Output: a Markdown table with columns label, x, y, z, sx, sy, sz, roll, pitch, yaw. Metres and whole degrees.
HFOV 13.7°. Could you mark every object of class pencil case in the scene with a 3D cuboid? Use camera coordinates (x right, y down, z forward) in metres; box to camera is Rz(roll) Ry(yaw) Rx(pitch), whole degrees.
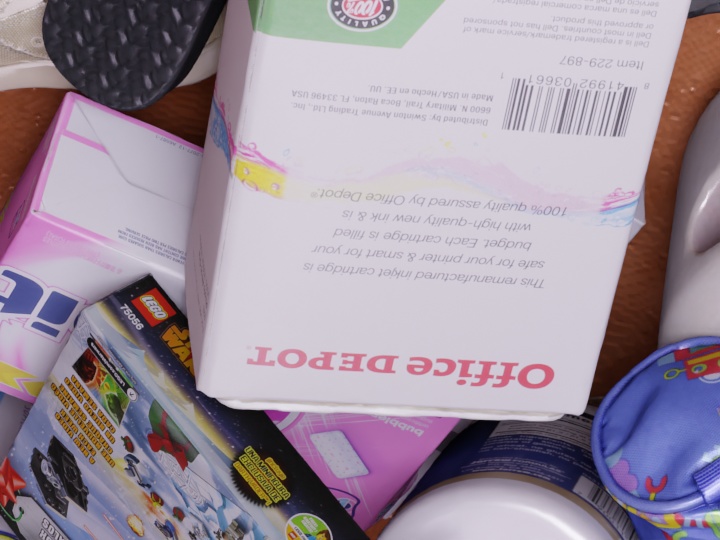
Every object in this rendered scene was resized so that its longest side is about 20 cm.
| label | x | y | z | sx | sy | sz | roll | pitch | yaw |
| --- | --- | --- | --- | --- | --- | --- | --- | --- | --- |
| pencil case | 0.154 | 0.117 | 1.133 | 0.078 | 0.087 | 0.200 | -33 | 129 | -3 |

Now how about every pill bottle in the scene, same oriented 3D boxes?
| label | x | y | z | sx | sy | sz | roll | pitch | yaw |
| --- | --- | --- | --- | --- | --- | --- | --- | --- | --- |
| pill bottle | 0.069 | 0.115 | 1.201 | 0.111 | 0.200 | 0.112 | 2 | 101 | 12 |

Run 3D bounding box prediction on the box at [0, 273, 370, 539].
| label | x | y | z | sx | sy | sz | roll | pitch | yaw |
| --- | --- | --- | --- | --- | --- | --- | --- | --- | --- |
| box | -0.052 | 0.118 | 1.128 | 0.200 | 0.040 | 0.137 | 50 | 140 | 14 |

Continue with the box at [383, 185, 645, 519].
| label | x | y | z | sx | sy | sz | roll | pitch | yaw |
| --- | --- | --- | --- | --- | --- | --- | --- | --- | --- |
| box | 0.000 | 0.000 | 1.245 | 0.155 | 0.041 | 0.200 | 28 | 124 | -17 |

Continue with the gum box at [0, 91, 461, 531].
| label | x | y | z | sx | sy | sz | roll | pitch | yaw |
| --- | --- | --- | --- | --- | --- | --- | --- | --- | --- |
| gum box | -0.051 | 0.022 | 1.185 | 0.199 | 0.066 | 0.114 | 23 | 139 | -12 |

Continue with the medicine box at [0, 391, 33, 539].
| label | x | y | z | sx | sy | sz | roll | pitch | yaw |
| --- | --- | --- | --- | --- | --- | --- | --- | --- | --- |
| medicine box | -0.134 | 0.143 | 1.278 | 0.199 | 0.183 | 0.103 | 28 | 126 | -17 |

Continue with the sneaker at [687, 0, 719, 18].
| label | x | y | z | sx | sy | sz | roll | pitch | yaw |
| --- | --- | --- | --- | --- | --- | --- | --- | --- | --- |
| sneaker | 0.151 | -0.134 | 1.103 | 0.199 | 0.075 | 0.080 | -6 | 98 | -9 |

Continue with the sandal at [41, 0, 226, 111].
| label | x | y | z | sx | sy | sz | roll | pitch | yaw |
| --- | --- | --- | --- | --- | --- | --- | --- | --- | --- |
| sandal | -0.051 | -0.143 | 1.073 | 0.075 | 0.048 | 0.201 | 41 | 126 | 0 |

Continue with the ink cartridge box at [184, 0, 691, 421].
| label | x | y | z | sx | sy | sz | roll | pitch | yaw |
| --- | --- | --- | --- | --- | --- | --- | --- | --- | --- |
| ink cartridge box | 0.023 | -0.051 | 1.045 | 0.145 | 0.088 | 0.201 | 3 | 124 | -10 |

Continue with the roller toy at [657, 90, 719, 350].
| label | x | y | z | sx | sy | sz | roll | pitch | yaw |
| --- | --- | --- | --- | --- | --- | --- | --- | --- | --- |
| roller toy | 0.211 | -0.002 | 1.160 | 0.182 | 0.140 | 0.200 | 11 | 139 | 2 |

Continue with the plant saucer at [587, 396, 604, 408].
| label | x | y | z | sx | sy | sz | roll | pitch | yaw |
| --- | --- | --- | --- | --- | --- | --- | --- | --- | --- |
| plant saucer | 0.114 | 0.143 | 1.352 | 0.199 | 0.037 | 0.201 | 2 | 129 | 2 |

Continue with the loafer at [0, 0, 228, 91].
| label | x | y | z | sx | sy | sz | roll | pitch | yaw |
| --- | --- | --- | --- | --- | --- | --- | --- | --- | --- |
| loafer | -0.147 | -0.108 | 1.154 | 0.199 | 0.076 | 0.069 | -5 | 127 | -3 |
